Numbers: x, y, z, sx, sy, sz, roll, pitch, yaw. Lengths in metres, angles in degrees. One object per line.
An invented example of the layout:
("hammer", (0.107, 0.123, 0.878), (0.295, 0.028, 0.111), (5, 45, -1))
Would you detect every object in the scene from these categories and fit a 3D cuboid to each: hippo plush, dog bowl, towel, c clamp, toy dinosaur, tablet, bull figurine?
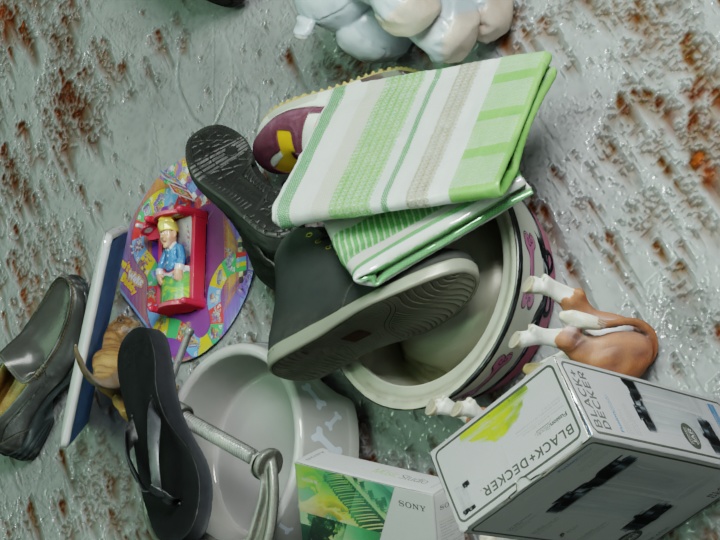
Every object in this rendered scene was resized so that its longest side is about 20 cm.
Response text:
("hippo plush", (0.009, -0.226, 1.293), (0.160, 0.199, 0.161), (-30, 37, 44))
("dog bowl", (-0.091, 0.153, 1.347), (0.199, 0.058, 0.202), (-14, 69, 41))
("towel", (0.035, -0.074, 1.204), (0.152, 0.023, 0.201), (-31, 34, 4))
("towel", (0.040, -0.092, 1.186), (0.198, 0.031, 0.150), (-5, 46, 35))
("c clamp", (-0.125, 0.160, 1.317), (0.199, 0.027, 0.172), (29, 99, 45))
("dog bowl", (0.066, 0.012, 1.245), (0.199, 0.073, 0.203), (-13, 72, 42))
("toy dinosaur", (-0.226, 0.098, 1.465), (0.060, 0.106, 0.200), (-43, 10, 8))
("tablet", (-0.252, 0.059, 1.516), (0.130, 0.014, 0.202), (-102, 25, -85))
("bull figurine", (0.125, 0.103, 1.147), (0.201, 0.121, 0.065), (-54, 20, 10))

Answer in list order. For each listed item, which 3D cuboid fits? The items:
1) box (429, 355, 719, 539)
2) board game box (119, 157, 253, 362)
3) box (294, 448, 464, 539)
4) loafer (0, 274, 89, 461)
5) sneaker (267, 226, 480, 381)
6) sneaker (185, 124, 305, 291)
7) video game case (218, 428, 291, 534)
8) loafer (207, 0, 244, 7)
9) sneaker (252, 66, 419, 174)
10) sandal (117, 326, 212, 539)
("box", (0.154, 0.125, 1.040), (0.117, 0.199, 0.061), (-42, 54, 29))
("board game box", (-0.179, -0.014, 1.511), (0.159, 0.039, 0.200), (-58, 47, 17))
("box", (0.019, 0.244, 1.203), (0.143, 0.036, 0.202), (6, 105, 43))
("loafer", (-0.331, 0.095, 1.608), (0.073, 0.072, 0.202), (27, 98, 45))
("sneaker", (0.000, 0.000, 1.209), (0.199, 0.074, 0.107), (-25, 58, 34))
("sneaker", (-0.085, -0.035, 1.388), (0.060, 0.105, 0.200), (-31, 50, -14))
("video game case", (-0.069, 0.255, 1.351), (0.143, 0.019, 0.201), (-53, 48, 21))
("loafer", (-0.174, -0.312, 1.560), (0.199, 0.073, 0.072), (31, 102, 44))
("sneaker", (-0.018, -0.102, 1.355), (0.199, 0.075, 0.091), (-20, 61, 40))
("sandal", (-0.175, 0.140, 1.329), (0.076, 0.043, 0.201), (-45, 52, 33))
